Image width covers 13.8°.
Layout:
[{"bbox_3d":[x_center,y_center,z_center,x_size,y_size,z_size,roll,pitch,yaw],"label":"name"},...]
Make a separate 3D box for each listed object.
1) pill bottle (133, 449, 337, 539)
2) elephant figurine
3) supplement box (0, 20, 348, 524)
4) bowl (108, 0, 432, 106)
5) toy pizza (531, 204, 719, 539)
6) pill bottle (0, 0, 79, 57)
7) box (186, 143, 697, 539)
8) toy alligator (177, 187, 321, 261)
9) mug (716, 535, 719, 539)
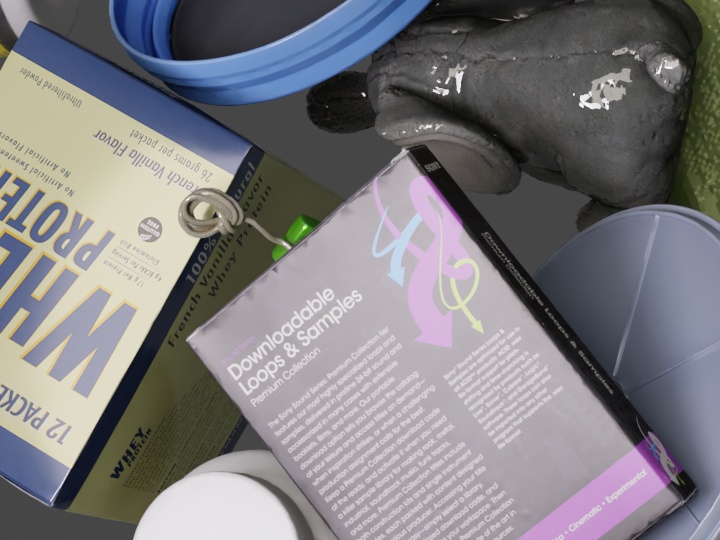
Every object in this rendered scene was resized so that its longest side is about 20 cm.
[{"bbox_3d":[-0.039,0.146,1.444,0.112,0.200,0.113,-2,81,16],"label":"pill bottle"},{"bbox_3d":[0.062,-0.089,1.469,0.199,0.142,0.156,12,125,7],"label":"elephant figurine"},{"bbox_3d":[-0.125,0.009,1.489,0.134,0.200,0.200,29,91,18],"label":"supplement box"},{"bbox_3d":[-0.030,-0.161,1.474,0.200,0.039,0.201,-22,38,19],"label":"bowl"},{"bbox_3d":[0.125,0.067,1.394,0.200,0.032,0.201,-27,54,43],"label":"toy pizza"},{"bbox_3d":[-0.261,-0.162,1.599,0.199,0.114,0.115,-7,80,15],"label":"pill bottle"},{"bbox_3d":[0.035,0.064,1.340,0.143,0.036,0.200,-40,85,20],"label":"box"},{"bbox_3d":[0.000,0.000,1.407,0.200,0.054,0.059,29,114,-20],"label":"toy alligator"},{"bbox_3d":[0.216,0.142,1.378,0.147,0.200,0.176,-26,65,-22],"label":"mug"}]
